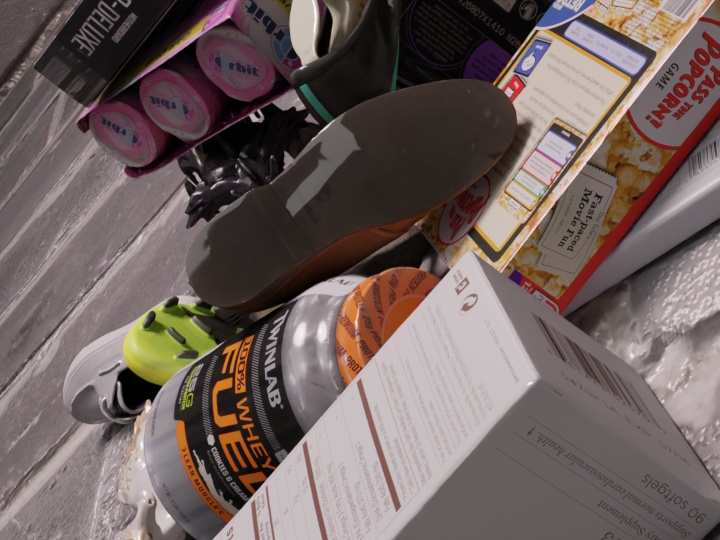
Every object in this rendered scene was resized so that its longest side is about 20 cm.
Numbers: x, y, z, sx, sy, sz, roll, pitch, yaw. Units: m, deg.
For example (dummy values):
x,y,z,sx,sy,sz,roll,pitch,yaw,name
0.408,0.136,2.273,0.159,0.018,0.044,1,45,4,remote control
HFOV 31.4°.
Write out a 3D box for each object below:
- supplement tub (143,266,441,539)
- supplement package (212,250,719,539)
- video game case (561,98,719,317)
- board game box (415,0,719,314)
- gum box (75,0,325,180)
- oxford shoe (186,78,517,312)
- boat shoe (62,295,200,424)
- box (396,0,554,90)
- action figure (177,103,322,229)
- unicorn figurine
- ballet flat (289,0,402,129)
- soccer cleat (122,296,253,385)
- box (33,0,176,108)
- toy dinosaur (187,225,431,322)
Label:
x,y,z,sx,sy,sz,roll,pitch,yaw,name
-0.026,0.079,0.728,0.200,0.122,0.123,-32,33,43,supplement tub
0.037,0.116,0.569,0.200,0.117,0.117,-50,25,15,supplement package
0.161,-0.081,0.698,0.200,0.023,0.183,-38,30,38,video game case
0.115,-0.078,0.697,0.200,0.046,0.152,-53,24,11,board game box
-0.105,-0.148,0.887,0.200,0.066,0.114,-21,33,45,gum box
0.000,-0.040,0.717,0.199,0.071,0.072,-29,71,12,oxford shoe
-0.195,0.095,1.106,0.199,0.072,0.069,-28,35,32,boat shoe
0.055,-0.183,0.899,0.106,0.122,0.200,-57,24,-1,box
-0.077,-0.074,0.934,0.119,0.102,0.200,-48,27,3,action figure
-0.139,0.151,0.934,0.138,0.074,0.200,-63,9,-14,unicorn figurine
-0.003,-0.167,0.761,0.068,0.068,0.201,-33,36,39,ballet flat
-0.112,0.059,0.888,0.084,0.065,0.200,-53,-8,15,soccer cleat
-0.138,-0.225,0.894,0.158,0.050,0.200,-42,21,35,box
0.000,0.000,0.812,0.199,0.077,0.102,-15,0,4,toy dinosaur
